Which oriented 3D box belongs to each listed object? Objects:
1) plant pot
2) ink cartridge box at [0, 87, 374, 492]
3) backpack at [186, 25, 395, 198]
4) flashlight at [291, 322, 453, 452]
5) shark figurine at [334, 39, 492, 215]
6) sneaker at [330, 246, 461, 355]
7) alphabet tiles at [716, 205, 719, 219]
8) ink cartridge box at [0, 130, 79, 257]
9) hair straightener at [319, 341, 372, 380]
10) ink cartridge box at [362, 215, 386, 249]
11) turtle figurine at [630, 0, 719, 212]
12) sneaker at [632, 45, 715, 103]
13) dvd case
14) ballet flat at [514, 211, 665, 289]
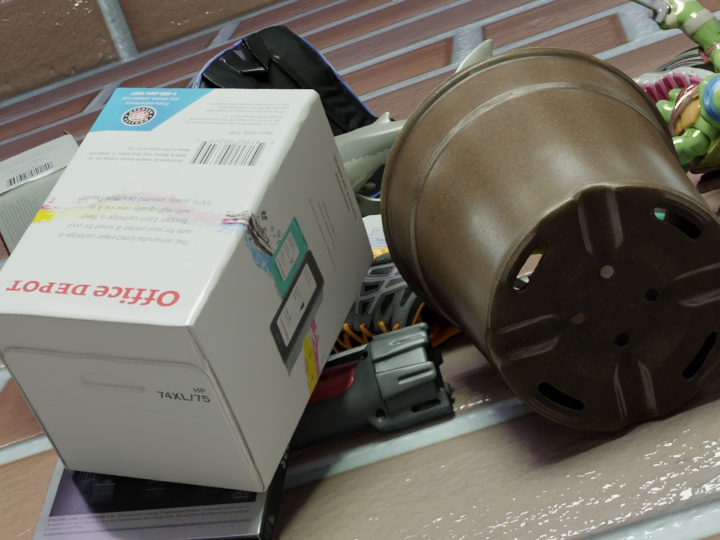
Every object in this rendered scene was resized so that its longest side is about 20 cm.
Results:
[{"bbox_3d":[0.126,-0.014,1.079,0.200,0.201,0.198,-21,23,-1],"label":"plant pot"},{"bbox_3d":[-0.105,0.008,1.085,0.146,0.146,0.200,3,46,25],"label":"ink cartridge box"},{"bbox_3d":[-0.078,-0.119,1.659,0.200,0.191,0.154,-34,4,-39],"label":"backpack"},{"bbox_3d":[-0.044,0.085,1.169,0.200,0.068,0.068,-20,21,9],"label":"flashlight"},{"bbox_3d":[-0.008,-0.084,1.201,0.128,0.090,0.214,1,-25,-36],"label":"shark figurine"},{"bbox_3d":[0.020,0.029,1.271,0.200,0.078,0.077,-27,46,20],"label":"sneaker"},{"bbox_3d":[0.308,-0.091,1.200,0.200,0.008,0.167,-42,9,42],"label":"alphabet tiles"},{"bbox_3d":[-0.224,0.002,1.422,0.084,0.200,0.176,-24,16,-7],"label":"ink cartridge box"},{"bbox_3d":[-0.044,0.085,1.239,0.200,0.041,0.077,-22,15,13],"label":"hair straightener"},{"bbox_3d":[0.000,0.000,1.350,0.200,0.044,0.094,-20,-22,3],"label":"ink cartridge box"},{"bbox_3d":[0.203,-0.118,1.276,0.200,0.144,0.194,-6,-12,4],"label":"turtle figurine"},{"bbox_3d":[0.297,-0.153,1.502,0.087,0.074,0.200,-31,13,-12],"label":"sneaker"},{"bbox_3d":[-0.112,0.097,1.122,0.150,0.025,0.200,-7,43,16],"label":"dvd case"},{"bbox_3d":[0.142,-0.015,1.236,0.200,0.067,0.067,6,0,-29],"label":"ballet flat"}]
